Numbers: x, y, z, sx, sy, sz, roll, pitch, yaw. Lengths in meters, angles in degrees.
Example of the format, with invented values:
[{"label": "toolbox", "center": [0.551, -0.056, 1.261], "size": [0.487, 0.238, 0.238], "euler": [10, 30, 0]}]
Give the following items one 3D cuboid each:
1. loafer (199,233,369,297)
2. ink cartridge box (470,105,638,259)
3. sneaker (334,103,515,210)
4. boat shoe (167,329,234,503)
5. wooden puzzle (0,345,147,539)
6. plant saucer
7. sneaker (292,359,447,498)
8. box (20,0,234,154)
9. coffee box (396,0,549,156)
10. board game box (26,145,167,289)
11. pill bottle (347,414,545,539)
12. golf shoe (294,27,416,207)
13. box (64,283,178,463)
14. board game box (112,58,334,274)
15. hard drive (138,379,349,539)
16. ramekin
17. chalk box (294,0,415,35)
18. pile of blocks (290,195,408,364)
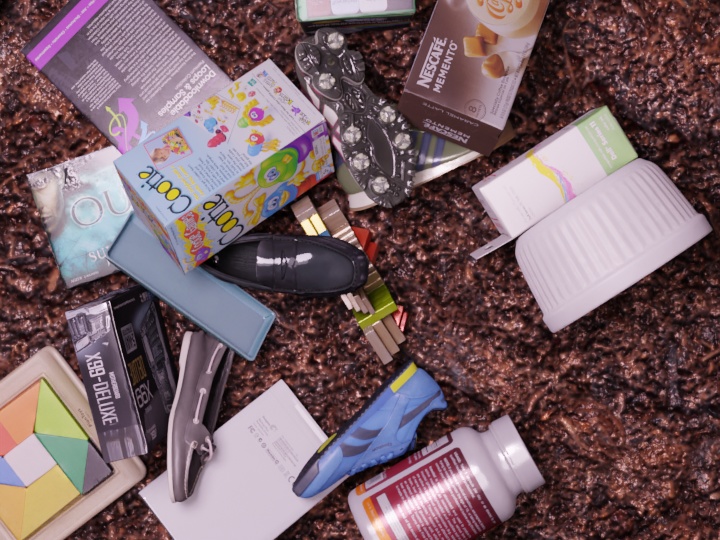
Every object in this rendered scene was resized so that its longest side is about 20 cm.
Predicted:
[{"label": "loafer", "center": [-0.085, -0.005, 1.470], "size": [0.199, 0.070, 0.069], "euler": [6, 99, 31]}, {"label": "ink cartridge box", "center": [0.188, -0.093, 1.489], "size": [0.199, 0.117, 0.068], "euler": [-33, 93, 2]}, {"label": "sneaker", "center": [0.062, -0.144, 1.510], "size": [0.199, 0.067, 0.090], "euler": [-24, 99, 5]}, {"label": "boat shoe", "center": [-0.171, 0.153, 1.495], "size": [0.057, 0.067, 0.201], "euler": [0, 58, 4]}, {"label": "wooden puzzle", "center": [-0.368, 0.214, 1.555], "size": [0.200, 0.037, 0.185], "euler": [-37, 94, 3]}, {"label": "plant saucer", "center": [-0.186, 0.019, 1.515], "size": [0.200, 0.019, 0.070], "euler": [38, 52, -16]}, {"label": "sneaker", "center": [0.014, 0.189, 1.515], "size": [0.200, 0.066, 0.079], "euler": [-42, 94, -17]}, {"label": "box", "center": [-0.249, -0.217, 1.507], "size": [0.143, 0.036, 0.200], "euler": [-45, 83, 0]}, {"label": "coffee box", "center": [0.123, -0.240, 1.466], "size": [0.114, 0.080, 0.201], "euler": [22, 73, -1]}, {"label": "board game box", "center": [-0.253, -0.075, 1.537], "size": [0.199, 0.028, 0.136], "euler": [-19, 94, 1]}, {"label": "pill bottle", "center": [0.096, 0.244, 1.518], "size": [0.199, 0.113, 0.113], "euler": [-30, 94, 3]}, {"label": "golf shoe", "center": [-0.005, -0.157, 1.465], "size": [0.077, 0.088, 0.201], "euler": [-26, 87, -15]}, {"label": "box", "center": [-0.243, 0.101, 1.464], "size": [0.049, 0.200, 0.159], "euler": [-14, 94, 6]}, {"label": "board game box", "center": [-0.140, -0.108, 1.456], "size": [0.199, 0.103, 0.105], "euler": [-35, 64, -14]}, {"label": "hard drive", "center": [-0.124, 0.233, 1.524], "size": [0.200, 0.027, 0.132], "euler": [-38, 87, -17]}, {"label": "ramekin", "center": [0.257, -0.031, 1.460], "size": [0.199, 0.200, 0.105], "euler": [-33, 85, 3]}, {"label": "chalk box", "center": [-0.008, -0.317, 1.431], "size": [0.124, 0.200, 0.125], "euler": [-4, 94, 0]}, {"label": "pile of blocks", "center": [0.000, 0.000, 1.515], "size": [0.062, 0.082, 0.201], "euler": [-31, 93, 3]}]
